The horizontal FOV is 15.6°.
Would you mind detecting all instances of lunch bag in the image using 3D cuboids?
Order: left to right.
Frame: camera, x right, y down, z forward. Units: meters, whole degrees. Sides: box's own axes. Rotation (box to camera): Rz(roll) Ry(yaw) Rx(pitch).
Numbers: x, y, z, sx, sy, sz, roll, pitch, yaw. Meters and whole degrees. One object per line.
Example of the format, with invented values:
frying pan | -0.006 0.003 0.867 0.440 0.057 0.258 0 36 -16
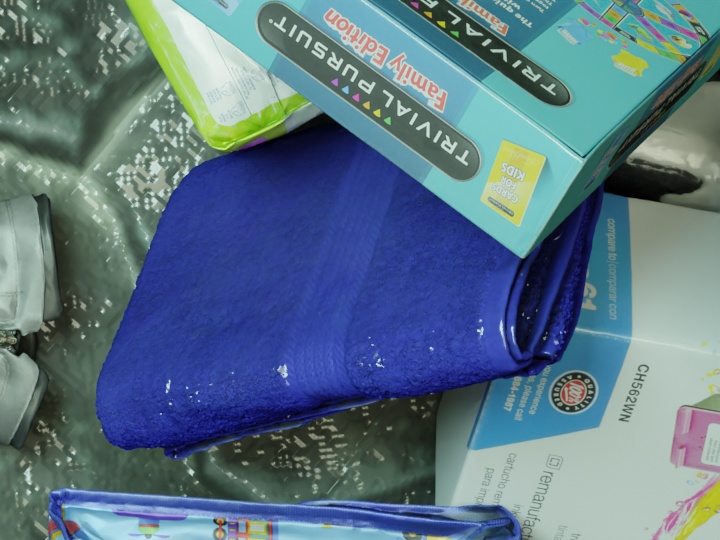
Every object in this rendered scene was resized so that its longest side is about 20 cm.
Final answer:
lunch bag | -0.021 0.166 1.046 0.199 0.094 0.151 -3 125 -10

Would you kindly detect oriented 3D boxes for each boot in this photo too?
boot | -0.187 -0.028 1.063 0.131 0.070 0.201 -1 104 -8

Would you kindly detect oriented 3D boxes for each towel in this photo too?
towel | 0.000 0.000 1.004 0.200 0.148 0.050 -13 132 34

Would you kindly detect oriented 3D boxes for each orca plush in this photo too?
orca plush | 0.136 -0.031 1.084 0.199 0.105 0.071 -5 132 -23

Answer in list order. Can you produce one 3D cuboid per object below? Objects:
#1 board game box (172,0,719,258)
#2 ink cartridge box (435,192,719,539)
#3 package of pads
board game box | 0.046 -0.100 0.937 0.151 0.200 0.047 37 125 9
ink cartridge box | 0.141 0.057 1.051 0.199 0.085 0.145 9 133 -7
package of pads | -0.072 -0.144 1.016 0.068 0.155 0.200 -26 95 -2
